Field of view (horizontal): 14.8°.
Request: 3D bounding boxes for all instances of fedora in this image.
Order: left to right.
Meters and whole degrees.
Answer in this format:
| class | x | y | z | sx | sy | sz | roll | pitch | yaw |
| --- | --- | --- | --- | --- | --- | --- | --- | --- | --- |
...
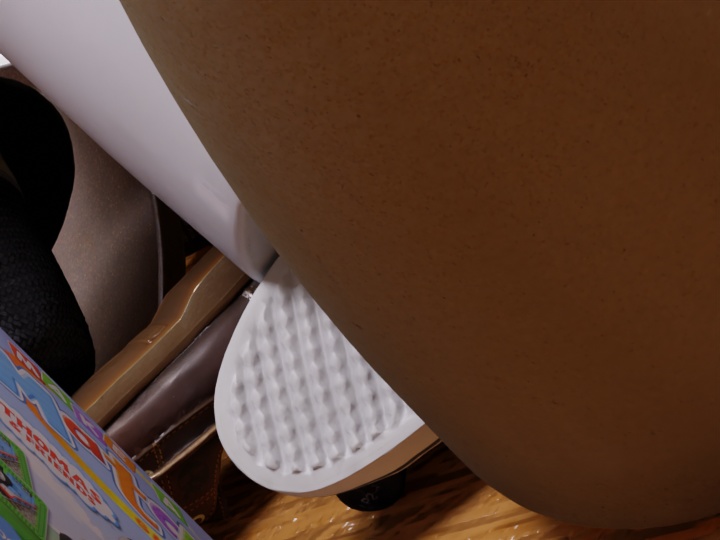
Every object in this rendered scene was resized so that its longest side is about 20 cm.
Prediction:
| class | x | y | z | sx | sy | sz | roll | pitch | yaw |
| --- | --- | --- | --- | --- | --- | --- | --- | --- | --- |
| fedora | -0.154 | 0.025 | 0.949 | 0.200 | 0.092 | 0.201 | -39 | -21 | -18 |

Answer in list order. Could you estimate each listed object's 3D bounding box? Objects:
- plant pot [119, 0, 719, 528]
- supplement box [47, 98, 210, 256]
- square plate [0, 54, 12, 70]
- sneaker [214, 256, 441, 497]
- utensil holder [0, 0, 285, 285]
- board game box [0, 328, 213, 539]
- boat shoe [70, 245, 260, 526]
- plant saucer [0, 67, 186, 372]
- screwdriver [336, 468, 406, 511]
| class | x | y | z | sx | sy | sz | roll | pitch | yaw |
| --- | --- | --- | --- | --- | --- | --- | --- | --- | --- |
| plant pot | 0.030 | -0.062 | 0.670 | 0.187 | 0.200 | 0.188 | -22 | 52 | 30 |
| supplement box | -0.056 | -0.065 | 1.118 | 0.200 | 0.086 | 0.110 | -25 | 7 | 45 |
| square plate | -0.051 | -0.132 | 1.047 | 0.199 | 0.029 | 0.198 | -15 | 16 | 18 |
| sneaker | 0.041 | -0.009 | 0.836 | 0.200 | 0.078 | 0.079 | -49 | -24 | 5 |
| utensil holder | -0.046 | -0.117 | 0.865 | 0.170 | 0.200 | 0.170 | -38 | -25 | -21 |
| board game box | -0.080 | 0.085 | 0.768 | 0.037 | 0.151 | 0.200 | -42 | 18 | 3 |
| boat shoe | -0.066 | 0.057 | 0.933 | 0.200 | 0.070 | 0.070 | -44 | 9 | -6 |
| plant saucer | -0.125 | 0.009 | 1.072 | 0.200 | 0.032 | 0.201 | -2 | 88 | 50 |
| screwdriver | 0.000 | 0.000 | 0.912 | 0.028 | 0.029 | 0.201 | 1 | 41 | -2 |
